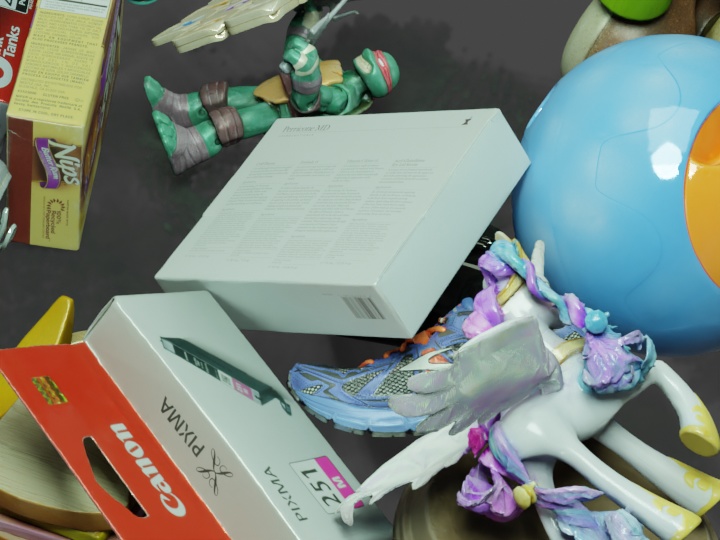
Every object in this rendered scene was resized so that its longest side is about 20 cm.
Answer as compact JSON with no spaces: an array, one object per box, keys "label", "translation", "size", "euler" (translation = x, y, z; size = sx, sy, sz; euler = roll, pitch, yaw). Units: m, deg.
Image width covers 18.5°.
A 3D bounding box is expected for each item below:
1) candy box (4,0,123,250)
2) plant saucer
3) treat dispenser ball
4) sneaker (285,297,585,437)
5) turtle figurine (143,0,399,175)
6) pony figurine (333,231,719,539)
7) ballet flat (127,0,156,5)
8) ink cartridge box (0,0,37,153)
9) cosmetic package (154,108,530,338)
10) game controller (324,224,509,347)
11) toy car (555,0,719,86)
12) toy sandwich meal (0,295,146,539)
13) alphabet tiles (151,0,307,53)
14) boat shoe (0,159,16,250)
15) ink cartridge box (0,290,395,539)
[{"label":"candy box","translation":[-0.202,-0.126,1.518],"size":[0.056,0.117,0.201],"euler":[9,45,-1]},{"label":"plant saucer","translation":[0.118,0.155,1.281],"size":[0.198,0.030,0.201],"euler":[7,36,-5]},{"label":"treat dispenser ball","translation":[0.194,-0.046,1.383],"size":[0.199,0.202,0.202],"euler":[0,45,0]},{"label":"sneaker","translation":[0.053,0.056,1.333],"size":[0.198,0.079,0.075],"euler":[-4,1,4]},{"label":"turtle figurine","translation":[-0.048,-0.132,1.535],"size":[0.199,0.101,0.150],"euler":[-21,13,-2]},{"label":"pony figurine","translation":[0.098,0.087,1.228],"size":[0.200,0.167,0.193],"euler":[47,54,9]},{"label":"ballet flat","translation":[-0.221,-0.275,1.699],"size":[0.199,0.069,0.068],"euler":[28,52,25]},{"label":"ink cartridge box","translation":[-0.313,-0.202,1.544],"size":[0.174,0.084,0.202],"euler":[13,63,-14]},{"label":"cosmetic package","translation":[-0.013,-0.031,1.364],"size":[0.199,0.052,0.151],"euler":[2,48,45]},{"label":"game controller","translation":[0.000,0.000,1.459],"size":[0.198,0.042,0.105],"euler":[9,60,10]},{"label":"toy car","translation":[0.252,-0.134,1.513],"size":[0.200,0.165,0.158],"euler":[37,55,16]},{"label":"toy sandwich meal","translation":[-0.160,0.095,1.334],"size":[0.203,0.071,0.206],"euler":[0,45,0]},{"label":"alphabet tiles","translation":[-0.050,-0.204,1.584],"size":[0.195,0.015,0.200],"euler":[-16,16,35]},{"label":"boat shoe","translation":[-0.260,0.005,1.378],"size":[0.065,0.074,0.203],"euler":[35,40,-18]},{"label":"ink cartridge box","translation":[-0.094,0.098,1.258],"size":[0.200,0.044,0.173],"euler":[51,25,21]}]
